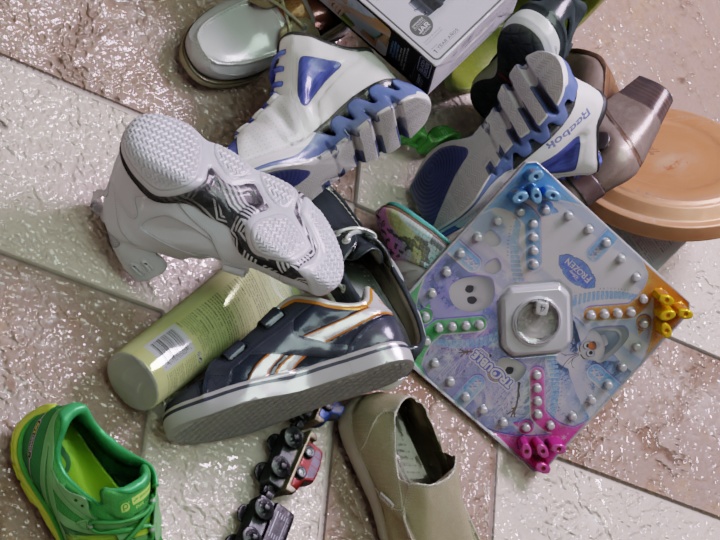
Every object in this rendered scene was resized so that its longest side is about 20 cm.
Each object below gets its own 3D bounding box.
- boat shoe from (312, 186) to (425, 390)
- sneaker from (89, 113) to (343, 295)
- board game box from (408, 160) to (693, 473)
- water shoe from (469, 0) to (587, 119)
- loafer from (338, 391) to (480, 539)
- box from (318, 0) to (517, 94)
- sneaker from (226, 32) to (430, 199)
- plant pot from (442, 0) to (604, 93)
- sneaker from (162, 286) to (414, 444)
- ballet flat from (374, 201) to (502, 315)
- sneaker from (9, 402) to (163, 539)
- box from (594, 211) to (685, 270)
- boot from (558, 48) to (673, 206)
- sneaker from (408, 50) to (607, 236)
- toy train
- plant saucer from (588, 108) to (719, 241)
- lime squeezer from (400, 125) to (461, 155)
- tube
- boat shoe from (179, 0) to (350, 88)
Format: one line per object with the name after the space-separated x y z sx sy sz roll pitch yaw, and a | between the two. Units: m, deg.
0.000 0.000 1.578 0.076 0.060 0.200 -11 62 -37 | boat shoe
-0.114 -0.030 1.481 0.200 0.115 0.075 34 44 -10 | sneaker
0.150 0.043 1.625 0.200 0.026 0.200 41 94 -15 | board game box
0.156 -0.183 1.710 0.072 0.200 0.079 44 71 7 | water shoe
0.050 0.186 1.541 0.076 0.068 0.200 -27 86 -42 | loafer
0.024 -0.258 1.610 0.200 0.060 0.117 41 72 8 | box
-0.055 -0.125 1.577 0.199 0.081 0.115 -29 62 -11 | sneaker
0.106 -0.298 1.755 0.200 0.200 0.190 -23 72 -41 | plant pot
-0.064 0.072 1.481 0.200 0.078 0.079 -17 69 -15 | sneaker
0.083 0.022 1.655 0.200 0.069 0.071 36 78 -18 | ballet flat
-0.175 0.181 1.364 0.074 0.084 0.200 -38 94 -42 | sneaker
0.217 -0.006 1.772 0.200 0.049 0.082 -38 93 -42 | box
0.190 -0.127 1.767 0.146 0.200 0.070 -46 120 -13 | boot
0.145 -0.096 1.660 0.115 0.199 0.081 16 41 -39 | sneaker
-0.052 0.149 1.505 0.046 0.034 0.200 38 51 -21 | toy train
0.286 -0.098 1.803 0.200 0.032 0.200 4 37 -3 | plant saucer
0.057 -0.130 1.729 0.200 0.038 0.071 25 25 -24 | lime squeezer
-0.115 0.041 1.504 0.052 0.058 0.200 32 43 19 | tube
-0.070 -0.216 1.644 0.200 0.068 0.075 -30 88 -42 | boat shoe
